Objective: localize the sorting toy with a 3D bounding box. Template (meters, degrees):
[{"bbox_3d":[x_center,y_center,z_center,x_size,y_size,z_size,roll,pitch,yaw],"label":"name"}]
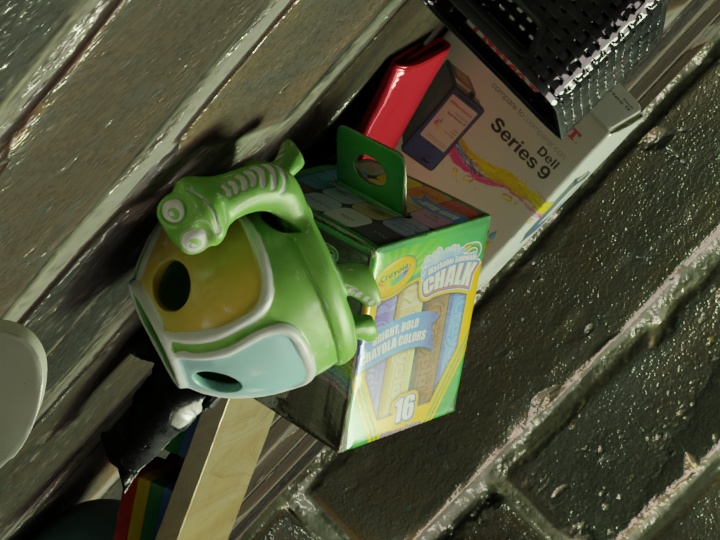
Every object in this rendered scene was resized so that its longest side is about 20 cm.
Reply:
[{"bbox_3d":[-0.143,0.161,1.876,0.200,0.069,0.200,-15,126,-78],"label":"sorting toy"}]

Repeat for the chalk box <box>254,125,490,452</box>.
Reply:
[{"bbox_3d":[0.000,0.000,1.517,0.123,0.124,0.201,-15,124,-45],"label":"chalk box"}]

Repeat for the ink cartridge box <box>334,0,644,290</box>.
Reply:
[{"bbox_3d":[0.092,-0.095,1.656,0.200,0.145,0.087,-47,172,28],"label":"ink cartridge box"}]

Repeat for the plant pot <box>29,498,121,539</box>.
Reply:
[{"bbox_3d":[-0.230,0.286,1.972,0.200,0.199,0.135,-50,-154,41],"label":"plant pot"}]

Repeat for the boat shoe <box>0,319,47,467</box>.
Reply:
[{"bbox_3d":[-0.230,0.093,1.211,0.201,0.070,0.072,-56,-166,28],"label":"boat shoe"}]

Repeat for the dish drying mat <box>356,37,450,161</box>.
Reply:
[{"bbox_3d":[0.002,-0.082,1.605,0.077,0.018,0.200,-36,161,-54],"label":"dish drying mat"}]

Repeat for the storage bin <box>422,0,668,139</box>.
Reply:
[{"bbox_3d":[0.104,-0.166,1.320,0.094,0.135,0.200,-44,174,2],"label":"storage bin"}]

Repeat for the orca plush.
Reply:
[{"bbox_3d":[-0.142,0.068,1.614,0.200,0.071,0.105,-43,-161,36],"label":"orca plush"}]

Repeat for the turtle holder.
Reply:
[{"bbox_3d":[-0.068,0.009,1.341,0.131,0.141,0.185,-26,180,-9],"label":"turtle holder"}]
